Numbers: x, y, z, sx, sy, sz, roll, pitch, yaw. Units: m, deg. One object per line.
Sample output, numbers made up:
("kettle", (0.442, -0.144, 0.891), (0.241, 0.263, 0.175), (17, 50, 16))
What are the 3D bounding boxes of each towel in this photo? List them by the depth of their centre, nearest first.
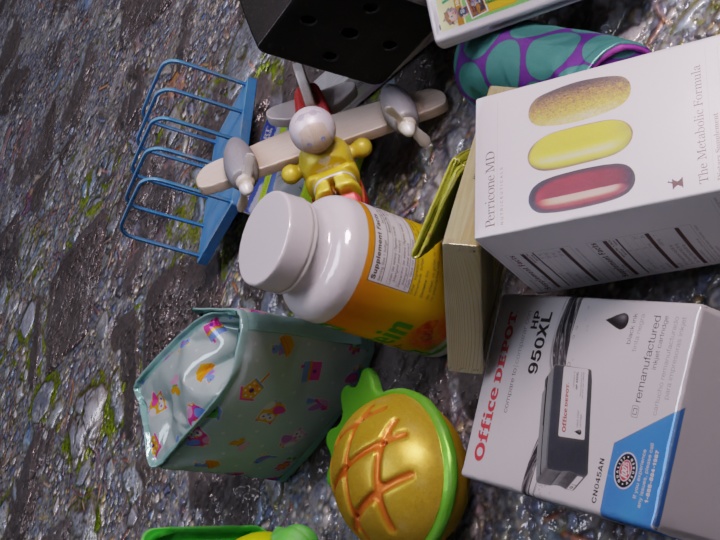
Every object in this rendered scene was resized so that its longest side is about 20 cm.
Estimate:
("towel", (0.083, -0.061, 0.989), (0.200, 0.018, 0.086), (-34, -34, -73))

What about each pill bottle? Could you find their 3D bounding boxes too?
("pill bottle", (0.000, 0.000, 1.030), (0.111, 0.199, 0.112), (-32, 49, 46))

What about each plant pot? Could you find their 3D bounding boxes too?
("plant pot", (-0.011, -0.294, 1.114), (0.200, 0.199, 0.178), (-37, 46, 55))

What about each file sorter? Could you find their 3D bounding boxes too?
("file sorter", (-0.214, -0.137, 1.466), (0.139, 0.122, 0.201), (128, 151, -50))

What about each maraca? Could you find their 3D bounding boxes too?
("maraca", (0.022, 0.162, 1.002), (0.200, 0.107, 0.138), (36, 106, 58))

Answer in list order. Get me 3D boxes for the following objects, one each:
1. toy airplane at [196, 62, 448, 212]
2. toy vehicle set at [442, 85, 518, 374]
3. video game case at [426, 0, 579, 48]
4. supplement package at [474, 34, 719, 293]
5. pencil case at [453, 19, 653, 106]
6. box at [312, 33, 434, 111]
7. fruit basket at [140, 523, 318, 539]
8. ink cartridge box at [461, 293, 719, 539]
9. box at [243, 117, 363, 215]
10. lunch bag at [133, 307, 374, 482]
("toy airplane", (-0.038, -0.127, 1.166), (0.198, 0.141, 0.201), (25, 75, 19))
("toy vehicle set", (0.096, -0.035, 0.907), (0.200, 0.026, 0.125), (-69, -20, -47))
("video game case", (0.130, -0.305, 0.991), (0.181, 0.022, 0.201), (-16, 74, 20))
("supplement package", (0.187, -0.067, 0.795), (0.199, 0.109, 0.114), (-12, 63, 29))
("pencil case", (0.158, -0.154, 0.972), (0.200, 0.085, 0.093), (36, 149, 58))
("box", (0.008, -0.222, 1.283), (0.200, 0.039, 0.042), (-35, 45, 44))
("fruit basket", (-0.122, 0.318, 1.130), (0.215, 0.155, 0.217), (-177, 90, -69))
("ink cartridge box", (0.172, 0.097, 0.823), (0.200, 0.084, 0.145), (2, 75, 59))
("box", (-0.071, -0.108, 1.341), (0.200, 0.047, 0.123), (20, 93, 58))
("lunch bag", (-0.101, 0.107, 1.161), (0.200, 0.170, 0.122), (-49, 46, 32))
